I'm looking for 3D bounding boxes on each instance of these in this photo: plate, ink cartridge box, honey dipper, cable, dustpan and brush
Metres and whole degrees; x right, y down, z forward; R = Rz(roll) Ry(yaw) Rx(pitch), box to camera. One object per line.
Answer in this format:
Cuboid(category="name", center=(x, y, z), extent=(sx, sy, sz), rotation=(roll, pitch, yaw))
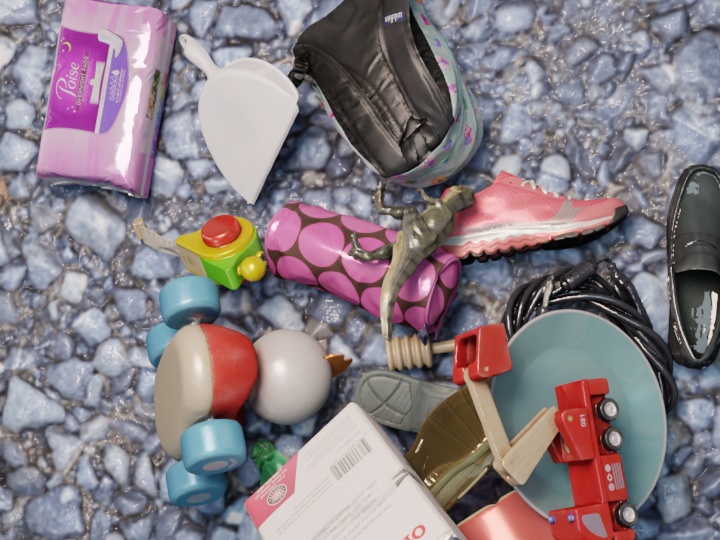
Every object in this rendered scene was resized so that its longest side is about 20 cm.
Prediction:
Cuboid(category="plate", center=(0.200, 0.138, 0.996), extent=(0.197, 0.026, 0.204), rotation=(6, 75, -23))
Cuboid(category="ink cartridge box", center=(0.003, 0.237, 0.945), extent=(0.145, 0.085, 0.200), rotation=(-42, 36, -1))
Cuboid(category="honey dipper", center=(0.124, 0.074, 1.099), extent=(0.196, 0.038, 0.039), rotation=(-8, 84, 5))
Cuboid(category="cable", center=(0.224, 0.097, 1.054), extent=(0.161, 0.051, 0.203), rotation=(-24, 92, -11))
Cuboid(category="dustpan and brush", center=(-0.142, -0.187, 1.144), extent=(0.200, 0.057, 0.141), rotation=(43, 126, 16))

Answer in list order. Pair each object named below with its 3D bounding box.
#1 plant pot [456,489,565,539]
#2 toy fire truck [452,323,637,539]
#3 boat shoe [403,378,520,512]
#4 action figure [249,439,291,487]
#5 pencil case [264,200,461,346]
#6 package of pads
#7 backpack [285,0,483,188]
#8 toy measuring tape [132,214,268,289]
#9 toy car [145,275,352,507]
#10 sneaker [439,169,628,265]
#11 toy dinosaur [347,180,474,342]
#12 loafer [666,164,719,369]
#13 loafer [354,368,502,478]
Cuboid(category="plant pot", center=(0.165, 0.306, 1.003), extent=(0.199, 0.200, 0.179), rotation=(-33, 71, 5))
Cuboid(category="toy fire truck", center=(0.160, 0.148, 0.933), extent=(0.139, 0.049, 0.204), rotation=(-2, 77, -25))
Cuboid(category="boat shoe", center=(0.087, 0.188, 1.030), extent=(0.201, 0.063, 0.073), rotation=(-50, 40, 4))
Cuboid(category="action figure", center=(-0.047, 0.248, 1.090), extent=(0.200, 0.054, 0.119), rotation=(46, 134, 23))
Cuboid(category="pencil case", center=(0.000, 0.000, 1.089), extent=(0.197, 0.094, 0.091), rotation=(23, 56, 21))
Cuboid(category="package of pads", center=(-0.277, -0.186, 1.162), extent=(0.118, 0.076, 0.204), rotation=(8, 87, 8))
Cuboid(category="backpack", center=(0.039, -0.183, 1.082), extent=(0.166, 0.126, 0.202), rotation=(-39, 68, 25))
Cuboid(category="toy measuring tape", center=(-0.160, -0.032, 1.122), extent=(0.198, 0.073, 0.075), rotation=(23, 89, 42))
Cuboid(category="toy car", center=(-0.103, 0.119, 1.089), extent=(0.196, 0.178, 0.187), rotation=(-2, 61, -22))
Cuboid(category="sneaker", center=(0.170, -0.063, 1.082), extent=(0.196, 0.074, 0.089), rotation=(-9, 82, 8))
Cuboid(category="toy dinosaur", center=(0.039, -0.031, 1.024), extent=(0.087, 0.048, 0.201), rotation=(25, 60, 15))
Cuboid(category="loafer", center=(0.336, -0.005, 1.052), extent=(0.067, 0.070, 0.205), rotation=(3, 86, 9))
Cuboid(category="loafer", center=(0.091, 0.148, 1.087), extent=(0.197, 0.063, 0.073), rotation=(23, 94, 7))
